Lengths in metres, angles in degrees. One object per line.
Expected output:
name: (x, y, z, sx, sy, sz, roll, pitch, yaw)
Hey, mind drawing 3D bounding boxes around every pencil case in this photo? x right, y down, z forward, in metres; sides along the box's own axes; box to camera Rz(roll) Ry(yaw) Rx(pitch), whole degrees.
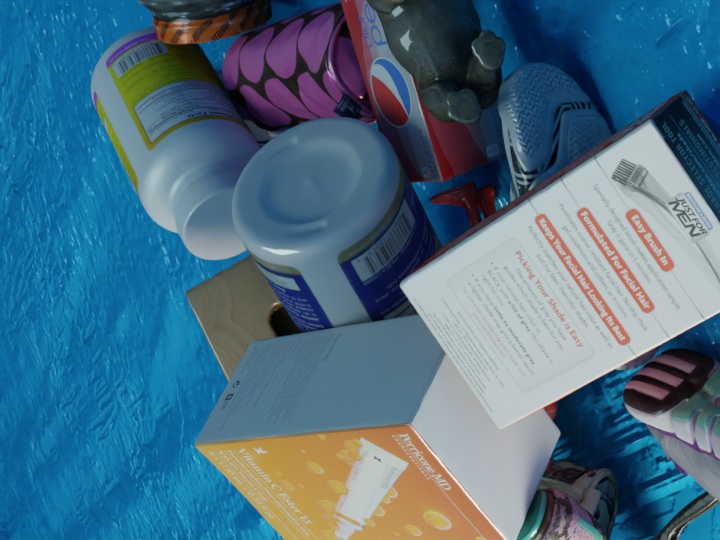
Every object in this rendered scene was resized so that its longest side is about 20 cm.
pencil case: (-0.030, -0.148, 1.218, 0.094, 0.091, 0.200, 48, 163, -21)
pencil case: (0.094, 0.154, 1.160, 0.199, 0.078, 0.090, 18, 160, 35)

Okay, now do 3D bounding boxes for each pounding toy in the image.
pounding toy: (-0.050, 0.044, 1.343, 0.201, 0.141, 0.184, 61, 179, 13)

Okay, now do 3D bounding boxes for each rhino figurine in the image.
rhino figurine: (0.031, -0.179, 1.005, 0.201, 0.059, 0.087, 62, 178, 4)

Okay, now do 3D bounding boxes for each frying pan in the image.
frying pan: (0.190, 0.194, 1.079, 0.189, 0.115, 0.031, -33, 71, 19)

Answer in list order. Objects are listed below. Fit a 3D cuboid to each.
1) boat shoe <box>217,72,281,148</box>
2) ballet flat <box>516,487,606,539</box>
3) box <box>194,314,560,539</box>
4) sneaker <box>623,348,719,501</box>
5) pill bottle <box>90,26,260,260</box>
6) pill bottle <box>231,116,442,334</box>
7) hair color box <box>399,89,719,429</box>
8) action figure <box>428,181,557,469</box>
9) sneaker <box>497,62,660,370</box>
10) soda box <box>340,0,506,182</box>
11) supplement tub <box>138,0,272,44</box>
boat shoe: (-0.121, -0.128, 1.416, 0.199, 0.072, 0.063, 25, 133, 51)
ballet flat: (0.091, 0.201, 1.096, 0.071, 0.069, 0.200, 36, 142, -19)
box: (0.010, 0.111, 1.070, 0.199, 0.098, 0.125, -11, 129, 42)
sneaker: (0.240, 0.108, 0.937, 0.088, 0.074, 0.200, 58, 166, -26)
pill bottle: (-0.141, -0.100, 1.291, 0.105, 0.103, 0.201, 96, 153, -44)
pill bottle: (0.000, 0.000, 1.129, 0.120, 0.119, 0.201, 42, 167, 41)
hair color box: (0.132, -0.002, 0.930, 0.199, 0.064, 0.111, -33, 93, 38)
action figure: (0.096, 0.042, 1.112, 0.065, 0.051, 0.202, 8, -117, -69)
sneaker: (0.116, -0.029, 1.033, 0.115, 0.075, 0.201, -8, 106, 60)
soda box: (0.036, -0.163, 1.098, 0.070, 0.063, 0.202, 2, 112, 62)
supplement tub: (-0.134, -0.287, 1.258, 0.122, 0.122, 0.202, 25, 131, 54)
